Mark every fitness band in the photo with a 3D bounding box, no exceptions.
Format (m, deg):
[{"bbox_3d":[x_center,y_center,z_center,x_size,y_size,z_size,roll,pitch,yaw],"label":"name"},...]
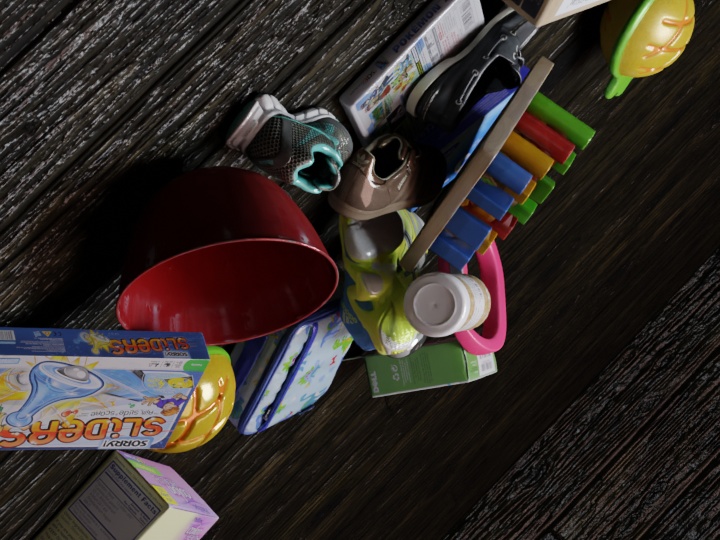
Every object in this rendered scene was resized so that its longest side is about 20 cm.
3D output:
[{"bbox_3d":[0.148,0.016,2.041,0.037,0.200,0.144,-15,144,24],"label":"fitness band"}]

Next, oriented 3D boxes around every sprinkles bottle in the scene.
[{"bbox_3d":[0.098,0.036,1.705,0.068,0.068,0.200,-50,170,8],"label":"sprinkles bottle"}]

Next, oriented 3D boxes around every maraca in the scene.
[{"bbox_3d":[-0.194,0.126,1.587,0.137,0.107,0.200,-48,161,-3],"label":"maraca"},{"bbox_3d":[0.352,-0.293,1.928,0.137,0.107,0.200,-42,161,-22],"label":"maraca"}]

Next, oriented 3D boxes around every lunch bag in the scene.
[{"bbox_3d":[-0.084,0.095,1.815,0.161,0.082,0.200,-19,145,-50],"label":"lunch bag"}]

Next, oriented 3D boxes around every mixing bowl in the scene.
[{"bbox_3d":[-0.128,-0.023,1.381,0.200,0.109,0.200,-11,154,-6],"label":"mixing bowl"}]

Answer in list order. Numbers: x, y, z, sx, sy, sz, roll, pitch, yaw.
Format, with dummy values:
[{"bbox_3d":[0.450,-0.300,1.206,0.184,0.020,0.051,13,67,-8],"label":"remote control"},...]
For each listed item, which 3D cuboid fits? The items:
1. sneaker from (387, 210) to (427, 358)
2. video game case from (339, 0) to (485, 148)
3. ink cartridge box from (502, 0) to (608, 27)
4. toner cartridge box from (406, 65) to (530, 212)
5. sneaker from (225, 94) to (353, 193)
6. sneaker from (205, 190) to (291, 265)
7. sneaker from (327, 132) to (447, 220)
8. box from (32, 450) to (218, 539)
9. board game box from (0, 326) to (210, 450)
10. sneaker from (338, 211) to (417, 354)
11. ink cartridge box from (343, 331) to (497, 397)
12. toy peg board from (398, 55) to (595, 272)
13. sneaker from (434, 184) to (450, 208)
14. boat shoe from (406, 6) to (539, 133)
[{"bbox_3d":[0.034,0.009,1.795,0.075,0.200,0.076,-19,144,24],"label":"sneaker"},{"bbox_3d":[0.063,-0.204,1.628,0.182,0.022,0.200,-46,162,-5],"label":"video game case"},{"bbox_3d":[0.249,-0.360,1.640,0.200,0.075,0.165,-27,154,-45],"label":"ink cartridge box"},{"bbox_3d":[0.118,-0.160,1.803,0.200,0.043,0.095,-39,159,-23],"label":"toner cartridge box"},{"bbox_3d":[-0.050,-0.105,1.466,0.078,0.091,0.200,-52,161,17],"label":"sneaker"},{"bbox_3d":[-0.087,-0.043,1.546,0.081,0.074,0.200,-55,162,12],"label":"sneaker"},{"bbox_3d":[0.044,-0.110,1.627,0.200,0.070,0.076,-31,153,-54],"label":"sneaker"},{"bbox_3d":[-0.288,0.320,1.790,0.200,0.097,0.176,-47,161,0],"label":"box"},{"bbox_3d":[-0.251,0.108,1.392,0.200,0.034,0.135,2,136,-29],"label":"board game box"},{"bbox_3d":[0.000,0.000,1.722,0.076,0.200,0.105,-4,170,-31],"label":"sneaker"},{"bbox_3d":[0.072,0.131,2.086,0.200,0.059,0.104,-12,178,26],"label":"ink cartridge box"},{"bbox_3d":[0.158,-0.094,1.678,0.200,0.098,0.199,-56,180,44],"label":"toy peg board"},{"bbox_3d":[0.170,-0.120,1.948,0.066,0.078,0.200,-15,141,-55],"label":"sneaker"},{"bbox_3d":[0.138,-0.213,1.636,0.199,0.066,0.075,-38,159,-28],"label":"boat shoe"}]
